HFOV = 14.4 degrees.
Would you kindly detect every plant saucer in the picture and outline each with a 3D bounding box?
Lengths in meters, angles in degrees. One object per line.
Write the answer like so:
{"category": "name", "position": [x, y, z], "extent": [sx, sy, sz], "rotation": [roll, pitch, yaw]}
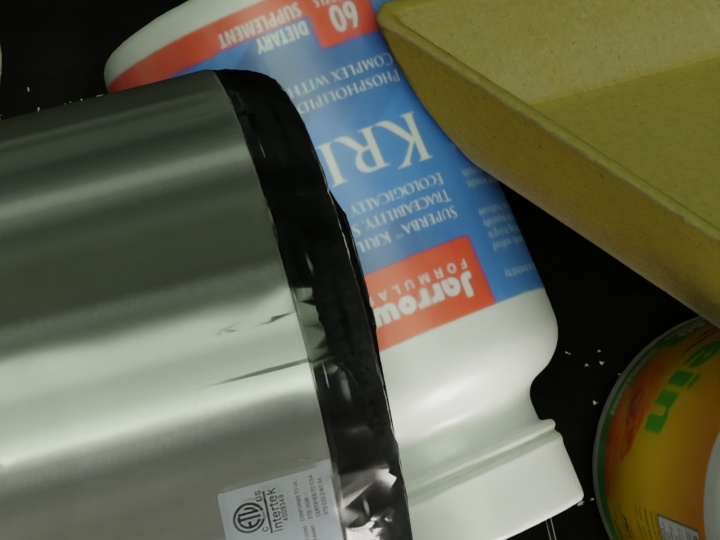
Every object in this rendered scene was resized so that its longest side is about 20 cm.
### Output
{"category": "plant saucer", "position": [0.134, -0.039, 0.925], "extent": [0.199, 0.049, 0.200], "rotation": [-17, 40, -40]}

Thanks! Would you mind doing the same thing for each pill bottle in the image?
{"category": "pill bottle", "position": [0.000, 0.000, 0.961], "extent": [0.112, 0.112, 0.201], "rotation": [-24, 87, -13]}
{"category": "pill bottle", "position": [0.154, 0.072, 0.928], "extent": [0.110, 0.200, 0.112], "rotation": [0, 92, -12]}

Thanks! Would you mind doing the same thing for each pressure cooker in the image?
{"category": "pressure cooker", "position": [-0.098, 0.042, 0.817], "extent": [0.199, 0.179, 0.177], "rotation": [-15, 86, -7]}
